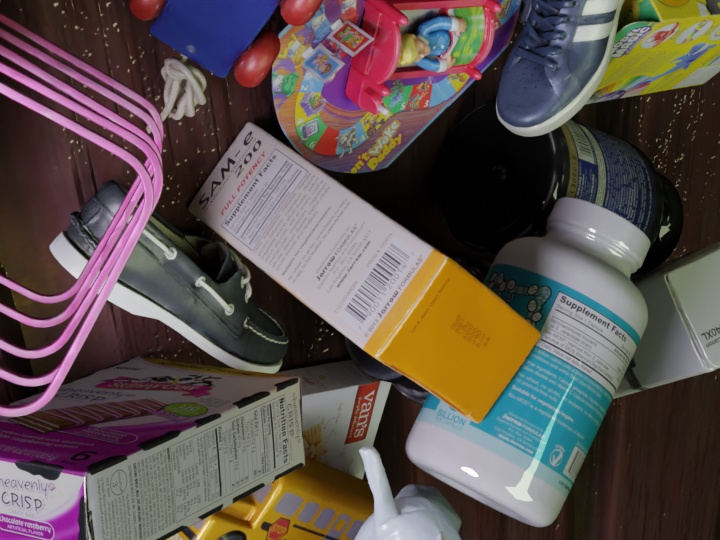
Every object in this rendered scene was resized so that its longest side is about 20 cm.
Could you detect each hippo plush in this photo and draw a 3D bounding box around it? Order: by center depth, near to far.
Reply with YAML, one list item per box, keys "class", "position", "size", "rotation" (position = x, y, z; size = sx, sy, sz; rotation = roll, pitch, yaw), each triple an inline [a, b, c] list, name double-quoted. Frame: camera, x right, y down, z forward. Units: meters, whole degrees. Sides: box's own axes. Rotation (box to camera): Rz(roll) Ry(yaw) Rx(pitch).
- class: "hippo plush"
  position: [0.018, 0.240, 0.971]
  size: [0.161, 0.160, 0.200]
  rotation: [-42, 160, 2]

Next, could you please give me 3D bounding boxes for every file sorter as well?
- class: "file sorter"
  position: [-0.170, -0.035, 0.696]
  size: [0.125, 0.200, 0.140]
  rotation: [28, 100, -13]

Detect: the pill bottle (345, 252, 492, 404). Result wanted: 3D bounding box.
- class: "pill bottle"
  position: [0.084, 0.049, 1.084]
  size: [0.199, 0.112, 0.113]
  rotation: [14, 108, -48]

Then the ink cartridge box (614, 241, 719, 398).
- class: "ink cartridge box"
  position: [0.251, 0.039, 1.184]
  size: [0.144, 0.084, 0.200]
  rotation: [-22, 177, -31]

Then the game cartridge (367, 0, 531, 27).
- class: "game cartridge"
  position: [0.070, -0.224, 0.944]
  size: [0.199, 0.041, 0.134]
  rotation: [-3, 117, -42]

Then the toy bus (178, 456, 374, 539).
- class: "toy bus"
  position: [-0.055, 0.171, 1.025]
  size: [0.079, 0.065, 0.200]
  rotation: [-55, 141, 3]

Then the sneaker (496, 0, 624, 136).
- class: "sneaker"
  position: [0.135, -0.188, 0.954]
  size: [0.084, 0.075, 0.202]
  rotation: [29, 87, -53]

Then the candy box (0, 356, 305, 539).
- class: "candy box"
  position: [-0.141, 0.106, 0.851]
  size: [0.199, 0.135, 0.062]
  rotation: [-19, 110, -57]

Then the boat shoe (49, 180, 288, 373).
- class: "boat shoe"
  position: [-0.102, 0.008, 0.916]
  size: [0.060, 0.076, 0.199]
  rotation: [-50, 141, 7]

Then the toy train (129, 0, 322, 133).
- class: "toy train"
  position: [-0.071, -0.166, 0.822]
  size: [0.084, 0.200, 0.116]
  rotation: [31, 60, -12]

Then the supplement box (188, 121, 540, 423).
- class: "supplement box"
  position: [0.000, 0.000, 0.910]
  size: [0.074, 0.200, 0.126]
  rotation: [-54, 139, 1]

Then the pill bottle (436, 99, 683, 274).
- class: "pill bottle"
  position: [0.157, -0.054, 1.092]
  size: [0.199, 0.112, 0.113]
  rotation: [13, 109, -47]

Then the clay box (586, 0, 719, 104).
- class: "clay box"
  position: [0.220, -0.174, 1.072]
  size: [0.199, 0.048, 0.115]
  rotation: [-12, 161, -39]

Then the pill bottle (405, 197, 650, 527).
- class: "pill bottle"
  position: [0.117, 0.056, 0.956]
  size: [0.111, 0.110, 0.201]
  rotation: [39, 75, -50]

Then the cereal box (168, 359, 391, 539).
- class: "cereal box"
  position: [-0.075, 0.144, 1.069]
  size: [0.199, 0.039, 0.145]
  rotation: [-7, 123, -41]

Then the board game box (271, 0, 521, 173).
- class: "board game box"
  position: [0.038, -0.139, 0.920]
  size: [0.200, 0.039, 0.158]
  rotation: [-44, 142, -3]
